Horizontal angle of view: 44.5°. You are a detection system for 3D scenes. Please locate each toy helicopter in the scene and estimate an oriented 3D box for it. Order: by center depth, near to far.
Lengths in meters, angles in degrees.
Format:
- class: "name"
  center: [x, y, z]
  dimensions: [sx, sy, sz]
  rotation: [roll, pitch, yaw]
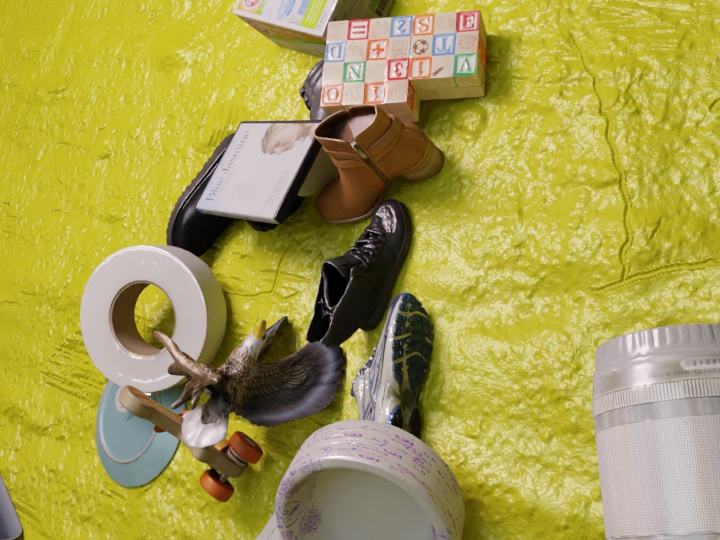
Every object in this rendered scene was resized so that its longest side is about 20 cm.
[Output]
- class: "toy helicopter"
  center: [-0.224, 0.199, 1.122]
  dimensions: [0.079, 0.199, 0.132]
  rotation: [-51, 29, 0]

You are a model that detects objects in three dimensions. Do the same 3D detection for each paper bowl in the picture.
- class: "paper bowl"
  center: [0.016, 0.248, 0.943]
  dimensions: [0.196, 0.105, 0.204]
  rotation: [10, 121, 17]

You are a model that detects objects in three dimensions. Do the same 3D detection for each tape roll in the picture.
- class: "tape roll"
  center: [-0.291, 0.067, 1.239]
  dimensions: [0.198, 0.071, 0.207]
  rotation: [0, 92, 14]

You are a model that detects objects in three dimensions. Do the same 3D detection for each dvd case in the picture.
- class: "dvd case"
  center: [-0.131, -0.133, 1.151]
  dimensions: [0.198, 0.017, 0.145]
  rotation: [10, 70, 50]

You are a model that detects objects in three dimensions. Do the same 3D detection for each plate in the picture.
- class: "plate"
  center: [-0.336, 0.216, 1.306]
  dimensions: [0.197, 0.025, 0.205]
  rotation: [-12, 70, 34]

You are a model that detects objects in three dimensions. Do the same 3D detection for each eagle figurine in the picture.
- class: "eagle figurine"
  center: [-0.132, 0.123, 1.085]
  dimensions: [0.150, 0.198, 0.154]
  rotation: [-31, 69, 33]

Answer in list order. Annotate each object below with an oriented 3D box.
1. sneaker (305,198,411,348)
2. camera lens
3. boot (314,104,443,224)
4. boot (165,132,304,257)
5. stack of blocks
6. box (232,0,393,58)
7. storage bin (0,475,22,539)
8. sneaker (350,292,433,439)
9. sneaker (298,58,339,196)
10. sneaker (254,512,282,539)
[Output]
- class: "sneaker"
  center: [-0.002, -0.001, 1.069]
  dimensions: [0.059, 0.104, 0.204]
  rotation: [12, 83, 38]
- class: "camera lens"
  center: [0.286, 0.163, 0.764]
  dimensions: [0.158, 0.159, 0.204]
  rotation: [-13, 68, 33]
- class: "boot"
  center: [-0.012, -0.134, 1.085]
  dimensions: [0.198, 0.154, 0.075]
  rotation: [-27, 61, 27]
- class: "boot"
  center: [-0.180, -0.081, 1.245]
  dimensions: [0.157, 0.079, 0.213]
  rotation: [37, 98, 38]
- class: "stack of blocks"
  center: [0.055, -0.250, 1.095]
  dimensions: [0.196, 0.059, 0.118]
  rotation: [0, 75, 18]
- class: "box"
  center: [-0.069, -0.372, 1.236]
  dimensions: [0.198, 0.101, 0.114]
  rotation: [26, 92, 39]
- class: "storage bin"
  center: [-0.661, 0.416, 1.427]
  dimensions: [0.200, 0.144, 0.136]
  rotation: [44, 113, 37]
- class: "sneaker"
  center: [0.026, 0.124, 1.031]
  dimensions: [0.084, 0.076, 0.204]
  rotation: [0, 76, 41]
- class: "sneaker"
  center: [-0.053, -0.199, 1.196]
  dimensions: [0.098, 0.070, 0.202]
  rotation: [28, 88, 41]
- class: "sneaker"
  center: [-0.072, 0.349, 1.041]
  dimensions: [0.201, 0.073, 0.116]
  rotation: [-52, 54, 23]
